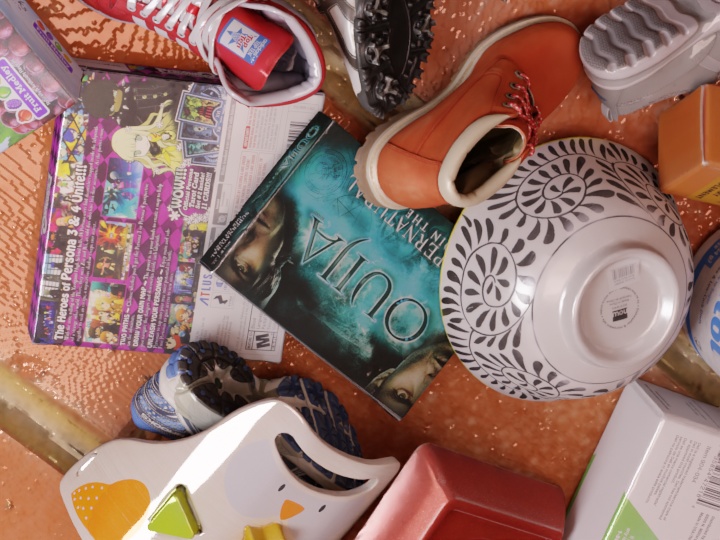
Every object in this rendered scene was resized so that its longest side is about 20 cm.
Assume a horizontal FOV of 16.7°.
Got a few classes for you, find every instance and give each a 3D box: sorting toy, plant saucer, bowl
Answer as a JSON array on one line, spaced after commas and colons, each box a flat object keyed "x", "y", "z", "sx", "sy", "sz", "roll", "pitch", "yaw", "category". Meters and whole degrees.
[{"x": -0.071, "y": 0.164, "z": 1.693, "sx": 0.200, "sy": 0.107, "sz": 0.180, "roll": 30, "pitch": 119, "yaw": -34, "category": "sorting toy"}, {"x": 0.055, "y": 0.232, "z": 1.776, "sx": 0.200, "sy": 0.037, "sz": 0.200, "roll": 23, "pitch": 103, "yaw": -52, "category": "plant saucer"}, {"x": 0.166, "y": 0.013, "z": 1.733, "sx": 0.201, "sy": 0.094, "sz": 0.201, "roll": -9, "pitch": 111, "yaw": -24, "category": "bowl"}]

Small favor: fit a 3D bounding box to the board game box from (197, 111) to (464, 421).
[{"x": 0.000, "y": 0.000, "z": 1.718, "sx": 0.200, "sy": 0.028, "sz": 0.135, "roll": 39, "pitch": 89, "yaw": -31, "category": "board game box"}]

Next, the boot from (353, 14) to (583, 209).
[{"x": 0.100, "y": -0.105, "z": 1.674, "sx": 0.200, "sy": 0.107, "sz": 0.075, "roll": -41, "pitch": 115, "yaw": -24, "category": "boot"}]

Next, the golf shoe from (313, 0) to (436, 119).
[{"x": -0.010, "y": -0.202, "z": 1.651, "sx": 0.078, "sy": 0.094, "sz": 0.200, "roll": -30, "pitch": 121, "yaw": -41, "category": "golf shoe"}]

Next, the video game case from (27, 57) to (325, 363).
[{"x": -0.128, "y": -0.040, "z": 1.695, "sx": 0.181, "sy": 0.036, "sz": 0.200, "roll": 4, "pitch": 107, "yaw": -16, "category": "video game case"}]

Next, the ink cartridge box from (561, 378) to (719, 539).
[{"x": 0.269, "y": 0.185, "z": 1.838, "sx": 0.200, "sy": 0.084, "sz": 0.146, "roll": 20, "pitch": 103, "yaw": -18, "category": "ink cartridge box"}]

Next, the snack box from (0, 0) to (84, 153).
[{"x": -0.296, "y": -0.156, "z": 1.591, "sx": 0.142, "sy": 0.053, "sz": 0.200, "roll": -31, "pitch": 113, "yaw": 18, "category": "snack box"}]

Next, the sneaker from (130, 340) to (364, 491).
[{"x": -0.080, "y": 0.114, "z": 1.744, "sx": 0.085, "sy": 0.077, "sz": 0.200, "roll": -30, "pitch": 134, "yaw": 33, "category": "sneaker"}]

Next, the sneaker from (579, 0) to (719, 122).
[{"x": 0.243, "y": -0.173, "z": 1.736, "sx": 0.200, "sy": 0.075, "sz": 0.082, "roll": -24, "pitch": 145, "yaw": -9, "category": "sneaker"}]

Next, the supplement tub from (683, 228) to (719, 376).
[{"x": 0.317, "y": 0.046, "z": 1.742, "sx": 0.132, "sy": 0.200, "sz": 0.132, "roll": -4, "pitch": 108, "yaw": -12, "category": "supplement tub"}]

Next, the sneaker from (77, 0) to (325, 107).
[{"x": -0.111, "y": -0.170, "z": 1.615, "sx": 0.200, "sy": 0.112, "sz": 0.071, "roll": 22, "pitch": 104, "yaw": -17, "category": "sneaker"}]

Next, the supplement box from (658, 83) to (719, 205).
[{"x": 0.314, "y": -0.076, "z": 1.756, "sx": 0.200, "sy": 0.067, "sz": 0.069, "roll": 9, "pitch": 69, "yaw": -21, "category": "supplement box"}]
